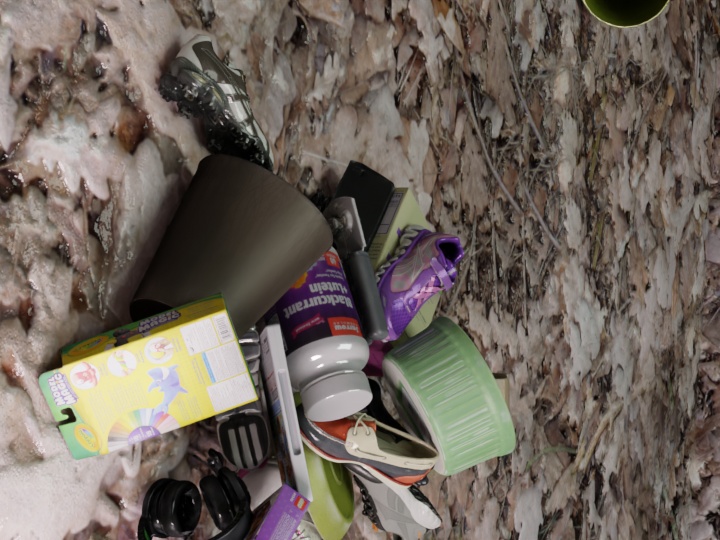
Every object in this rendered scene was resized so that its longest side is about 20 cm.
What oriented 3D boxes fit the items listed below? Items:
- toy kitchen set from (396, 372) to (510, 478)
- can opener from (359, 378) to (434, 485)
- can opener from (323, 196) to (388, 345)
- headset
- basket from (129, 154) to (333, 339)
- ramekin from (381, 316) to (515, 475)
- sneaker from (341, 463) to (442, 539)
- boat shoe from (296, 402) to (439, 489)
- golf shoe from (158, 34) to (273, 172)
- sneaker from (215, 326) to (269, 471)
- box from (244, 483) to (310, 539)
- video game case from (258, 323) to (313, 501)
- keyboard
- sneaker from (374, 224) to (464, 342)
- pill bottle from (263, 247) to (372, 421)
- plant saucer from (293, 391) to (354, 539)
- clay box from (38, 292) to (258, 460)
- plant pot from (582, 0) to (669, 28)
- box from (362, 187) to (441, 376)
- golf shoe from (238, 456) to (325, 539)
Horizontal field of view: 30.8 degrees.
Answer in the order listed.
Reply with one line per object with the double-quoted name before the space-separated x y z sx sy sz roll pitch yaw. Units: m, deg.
"toy kitchen set" 0.107 0.200 1.888 0.180 0.163 0.201 -2 92 -60
"can opener" 0.028 0.214 1.747 0.079 0.200 0.063 -21 142 -35
"can opener" 0.000 0.000 1.667 0.067 0.053 0.200 11 59 -53
"headset" -0.173 0.268 1.446 0.200 0.123 0.094 -85 161 -62
"basket" -0.156 -0.004 1.448 0.200 0.180 0.136 -56 176 -32
"ramekin" 0.109 0.169 1.708 0.098 0.200 0.200 -26 121 -11
"sneaker" 0.029 0.298 1.716 0.079 0.074 0.200 -42 123 0
"boat shoe" 0.005 0.208 1.617 0.200 0.063 0.071 30 38 -24
"golf shoe" -0.149 -0.190 1.521 0.200 0.078 0.095 54 45 -48
"sneaker" -0.148 0.144 1.551 0.116 0.075 0.200 90 -8 -71
"box" -0.136 0.330 1.444 0.039 0.200 0.137 35 51 -7
"video game case" -0.090 0.170 1.511 0.143 0.018 0.200 131 -51 -75
"keyboard" -0.032 -0.061 1.742 0.104 0.040 0.200 33 56 -12
"sneaker" 0.078 0.013 1.718 0.200 0.088 0.081 -59 140 -40
"pill bottle" -0.054 0.075 1.580 0.111 0.111 0.200 28 38 -57
"plant saucer" -0.045 0.249 1.672 0.200 0.031 0.200 -16 90 -81
"clay box" -0.217 0.110 1.339 0.048 0.200 0.115 -116 -172 -63
"plant pot" 0.547 -0.614 2.682 0.200 0.187 0.188 -64 144 -62
"box" 0.027 0.016 1.815 0.176 0.096 0.200 59 43 -42
"golf shoe" -0.085 0.304 1.612 0.200 0.075 0.092 56 9 -43
